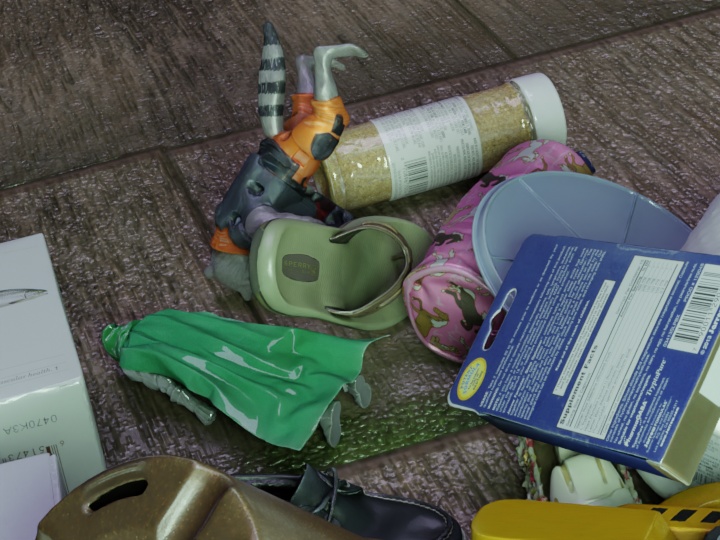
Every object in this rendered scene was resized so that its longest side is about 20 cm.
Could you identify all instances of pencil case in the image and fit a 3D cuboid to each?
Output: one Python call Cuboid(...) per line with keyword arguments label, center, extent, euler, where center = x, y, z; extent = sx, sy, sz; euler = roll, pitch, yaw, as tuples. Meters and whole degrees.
Cuboid(label="pencil case", center=(0.102, -0.014, 1.301), extent=(0.086, 0.083, 0.200), euler=(-7, 27, 34))

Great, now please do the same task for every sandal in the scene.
Cuboid(label="sandal", center=(0.000, 0.001, 1.252), extent=(0.057, 0.080, 0.201), euler=(-7, -2, 32))

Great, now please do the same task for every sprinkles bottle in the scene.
Cuboid(label="sprinkles bottle", center=(0.061, -0.100, 1.469), extent=(0.199, 0.069, 0.068), euler=(-16, 31, -12))

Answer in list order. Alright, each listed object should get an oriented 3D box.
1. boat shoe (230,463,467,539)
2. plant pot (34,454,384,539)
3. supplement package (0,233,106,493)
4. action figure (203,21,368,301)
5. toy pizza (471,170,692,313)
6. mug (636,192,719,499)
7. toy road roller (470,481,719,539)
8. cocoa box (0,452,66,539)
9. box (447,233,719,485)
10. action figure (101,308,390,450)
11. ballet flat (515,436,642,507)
Cuboid(label="boat shoe", center=(-0.038, 0.144, 1.083), extent=(0.198, 0.066, 0.075), euler=(1, 31, 17))
Cuboid(label="plant pot", center=(-0.048, 0.185, 0.808), extent=(0.199, 0.198, 0.201), euler=(-19, 53, 28))
Cuboid(label="supplement package", center=(-0.235, 0.081, 1.194), extent=(0.116, 0.118, 0.200), euler=(-15, 30, -10))
Cuboid(label="action figure", center=(-0.067, -0.075, 1.376), extent=(0.104, 0.195, 0.200), euler=(23, -3, -23))
Cuboid(label="toy pizza", center=(0.162, 0.011, 1.226), extent=(0.199, 0.032, 0.201), euler=(16, 40, -14))
Cuboid(label="mug", center=(0.254, 0.067, 1.077), extent=(0.199, 0.148, 0.176), euler=(31, 57, 12))
Cuboid(label="toy road roller", center=(0.151, 0.171, 0.943), extent=(0.199, 0.124, 0.146), euler=(2, 17, 17))
Cuboid(label="cocoa box", center=(-0.238, 0.204, 0.971), extent=(0.199, 0.132, 0.134), euler=(-13, 31, -7))
Cuboid(label="box", center=(0.137, 0.043, 1.047), extent=(0.200, 0.032, 0.122), euler=(11, 72, 57))
Cuboid(label="action figure", center=(-0.092, 0.065, 1.245), extent=(0.199, 0.055, 0.118), euler=(14, 39, 28))
Cuboid(label="ballet flat", center=(0.124, 0.121, 1.082), extent=(0.075, 0.064, 0.200), euler=(-14, 31, -3))
